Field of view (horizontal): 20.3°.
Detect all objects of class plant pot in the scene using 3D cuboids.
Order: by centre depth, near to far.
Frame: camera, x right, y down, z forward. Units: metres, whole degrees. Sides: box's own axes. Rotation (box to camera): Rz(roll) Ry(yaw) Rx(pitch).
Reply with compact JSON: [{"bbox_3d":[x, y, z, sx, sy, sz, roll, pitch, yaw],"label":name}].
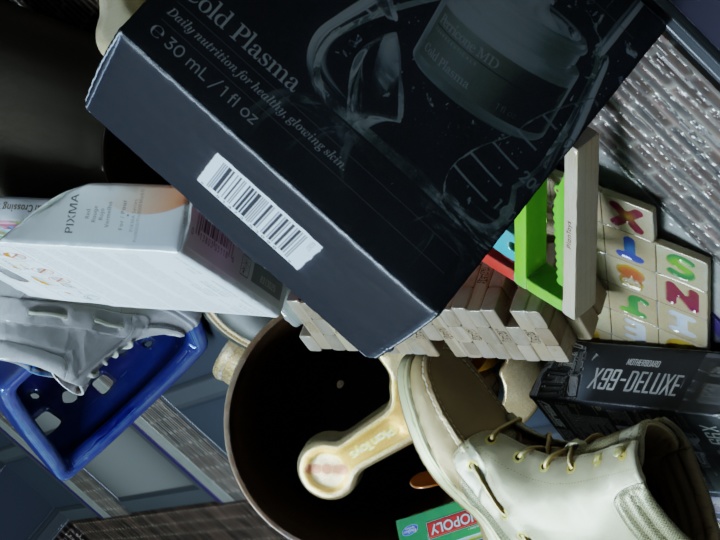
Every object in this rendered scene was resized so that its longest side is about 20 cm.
[{"bbox_3d":[0.002,0.107,1.517,0.187,0.187,0.200,38,-177,3],"label":"plant pot"},{"bbox_3d":[-0.283,0.040,1.847,0.179,0.200,0.200,38,162,26],"label":"plant pot"}]

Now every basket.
[{"bbox_3d":[-0.211,-0.107,1.478,0.199,0.136,0.182,12,118,42],"label":"basket"}]

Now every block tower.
[{"bbox_3d":[0.047,0.017,1.250,0.199,0.054,0.058,0,142,33],"label":"block tower"}]

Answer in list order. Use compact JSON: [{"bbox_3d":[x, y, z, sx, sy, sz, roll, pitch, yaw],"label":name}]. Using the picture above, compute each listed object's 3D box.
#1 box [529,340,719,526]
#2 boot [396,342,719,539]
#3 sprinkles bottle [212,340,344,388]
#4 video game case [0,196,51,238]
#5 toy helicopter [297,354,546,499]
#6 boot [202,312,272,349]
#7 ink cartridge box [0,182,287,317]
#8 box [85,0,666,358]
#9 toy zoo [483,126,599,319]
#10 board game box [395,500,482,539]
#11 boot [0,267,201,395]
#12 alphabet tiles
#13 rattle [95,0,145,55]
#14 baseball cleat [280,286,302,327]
[{"bbox_3d":[0.223,0.130,1.296,0.157,0.050,0.200,2,140,49],"label":"box"},{"bbox_3d":[0.121,0.112,1.242,0.155,0.073,0.201,-34,85,45],"label":"boot"},{"bbox_3d":[-0.033,0.122,1.749,0.199,0.068,0.068,36,160,10],"label":"sprinkles bottle"},{"bbox_3d":[-0.169,-0.017,1.459,0.181,0.022,0.200,4,168,34],"label":"video game case"},{"bbox_3d":[0.044,0.104,1.376,0.133,0.199,0.079,53,-157,-8],"label":"toy helicopter"},{"bbox_3d":[-0.087,-0.011,1.555,0.200,0.078,0.138,42,156,-9],"label":"boot"},{"bbox_3d":[-0.166,-0.016,1.322,0.198,0.051,0.162,7,166,23],"label":"ink cartridge box"},{"bbox_3d":[0.005,-0.101,0.994,0.200,0.197,0.124,41,160,-4],"label":"box"},{"bbox_3d":[0.057,-0.069,1.169,0.199,0.020,0.132,34,145,34],"label":"toy zoo"},{"bbox_3d":[0.128,0.183,1.419,0.134,0.029,0.200,-21,157,23],"label":"board game box"},{"bbox_3d":[-0.205,0.048,1.527,0.073,0.096,0.199,2,168,42],"label":"boot"},{"bbox_3d":[0.137,0.000,1.227,0.165,0.006,0.200,22,155,21],"label":"alphabet tiles"},{"bbox_3d":[-0.045,-0.151,1.178,0.198,0.131,0.143,1,158,19],"label":"rattle"},{"bbox_3d":[0.000,0.000,1.363,0.070,0.106,0.200,52,156,-20],"label":"baseball cleat"}]
